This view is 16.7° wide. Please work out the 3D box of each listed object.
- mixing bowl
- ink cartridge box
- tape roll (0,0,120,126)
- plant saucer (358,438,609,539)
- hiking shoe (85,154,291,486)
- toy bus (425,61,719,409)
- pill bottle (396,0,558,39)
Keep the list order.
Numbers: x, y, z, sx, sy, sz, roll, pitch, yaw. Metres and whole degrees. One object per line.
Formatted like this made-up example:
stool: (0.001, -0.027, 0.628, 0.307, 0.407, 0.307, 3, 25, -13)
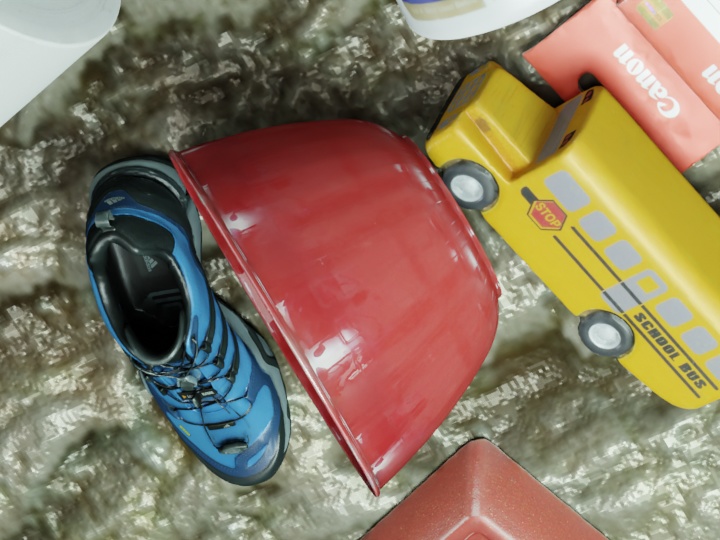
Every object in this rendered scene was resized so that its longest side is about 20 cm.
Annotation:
mixing bowl: (0.000, 0.000, 1.220, 0.108, 0.200, 0.200, -31, 111, -5)
ink cartridge box: (0.184, -0.119, 1.185, 0.200, 0.050, 0.109, -38, 107, 24)
tape roll: (-0.231, -0.147, 1.152, 0.139, 0.203, 0.203, -37, 107, 25)
plant saucer: (0.074, 0.221, 1.396, 0.200, 0.037, 0.200, 40, 116, -13)
hiking shoe: (-0.100, 0.041, 1.298, 0.074, 0.087, 0.200, -18, 114, 18)
toy bus: (0.125, -0.022, 1.228, 0.200, 0.065, 0.078, 47, 134, -16)
pill bottle: (0.033, -0.219, 1.117, 0.120, 0.120, 0.200, -21, 114, 19)
